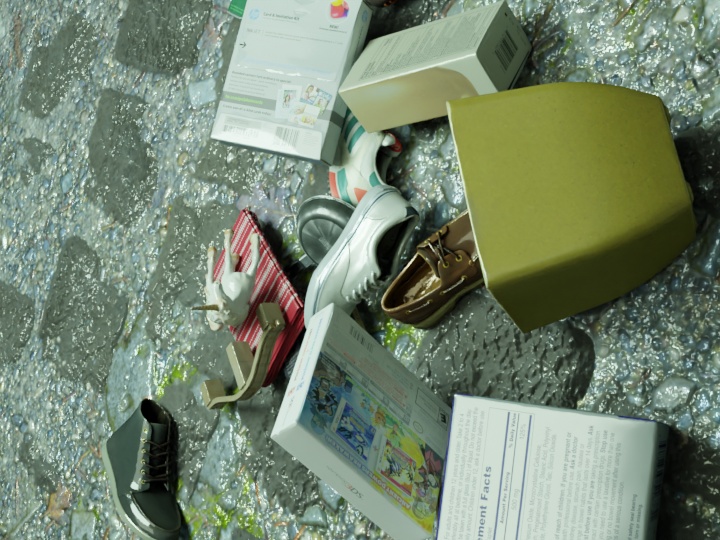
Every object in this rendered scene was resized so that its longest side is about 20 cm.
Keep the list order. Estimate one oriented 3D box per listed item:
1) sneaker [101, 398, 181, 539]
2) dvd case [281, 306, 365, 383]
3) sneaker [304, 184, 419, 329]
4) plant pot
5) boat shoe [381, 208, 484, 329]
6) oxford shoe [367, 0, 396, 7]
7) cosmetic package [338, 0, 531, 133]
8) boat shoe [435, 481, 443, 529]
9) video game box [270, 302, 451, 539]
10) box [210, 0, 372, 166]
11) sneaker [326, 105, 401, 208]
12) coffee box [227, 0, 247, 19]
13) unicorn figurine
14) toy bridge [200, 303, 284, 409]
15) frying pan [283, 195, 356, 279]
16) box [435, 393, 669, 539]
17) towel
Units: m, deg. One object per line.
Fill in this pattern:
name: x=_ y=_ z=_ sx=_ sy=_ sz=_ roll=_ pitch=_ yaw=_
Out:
sneaker: x=-0.286 y=0.273 z=1.599 sx=0.106 sy=0.075 sz=0.200 roll=-55 pitch=51 yaw=22
dvd case: x=-0.033 y=0.130 z=1.433 sx=0.149 sy=0.016 sz=0.200 roll=-44 pitch=57 yaw=36
sneaker: x=0.000 y=0.000 z=1.357 sx=0.071 sy=0.073 sz=0.200 roll=39 pitch=109 yaw=40
plant pot: x=0.217 y=-0.072 z=1.149 sx=0.199 sy=0.194 sz=0.196 roll=-15 pitch=71 yaw=14
boat shoe: x=0.100 y=-0.010 z=1.318 sx=0.200 sy=0.067 sz=0.072 roll=-48 pitch=55 yaw=24
oxford shoe: x=0.049 y=-0.361 z=1.445 sx=0.200 sy=0.071 sz=0.073 roll=20 pitch=123 yaw=39
cosmetic package: x=0.084 y=-0.230 z=1.345 sx=0.200 sy=0.071 sz=0.105 roll=-7 pitch=42 yaw=42
boat shoe: x=0.113 y=0.317 z=1.246 sx=0.074 sy=0.066 sz=0.201 roll=-24 pitch=67 yaw=36
video game box: x=0.009 y=0.161 z=1.235 sx=0.047 sy=0.200 sz=0.182 roll=-34 pitch=23 yaw=31
box: x=-0.085 y=-0.240 z=1.433 sx=0.155 sy=0.041 sz=0.201 roll=13 pitch=87 yaw=22
sneaker: x=0.005 y=-0.164 z=1.443 sx=0.093 sy=0.070 sz=0.201 roll=-14 pitch=70 yaw=20
coffee box: x=-0.081 y=-0.405 z=1.519 sx=0.044 sy=0.123 sz=0.201 roll=33 pitch=105 yaw=43
unicorn figurine: x=-0.164 y=0.021 z=1.462 sx=0.200 sy=0.074 sz=0.138 roll=102 pitch=171 yaw=-67
toy bridge: x=-0.146 y=0.121 z=1.484 sx=0.200 sy=0.027 sz=0.067 roll=-51 pitch=49 yaw=41
frying pan: x=-0.061 y=-0.034 z=1.450 sx=0.190 sy=0.031 sz=0.115 roll=-8 pitch=119 yaw=38
box: x=0.185 y=0.223 z=1.138 sx=0.199 sy=0.105 sz=0.185 roll=6 pitch=85 yaw=21
towel: x=-0.135 y=0.035 z=1.527 sx=0.200 sy=0.022 sz=0.145 roll=58 pitch=132 yaw=37
